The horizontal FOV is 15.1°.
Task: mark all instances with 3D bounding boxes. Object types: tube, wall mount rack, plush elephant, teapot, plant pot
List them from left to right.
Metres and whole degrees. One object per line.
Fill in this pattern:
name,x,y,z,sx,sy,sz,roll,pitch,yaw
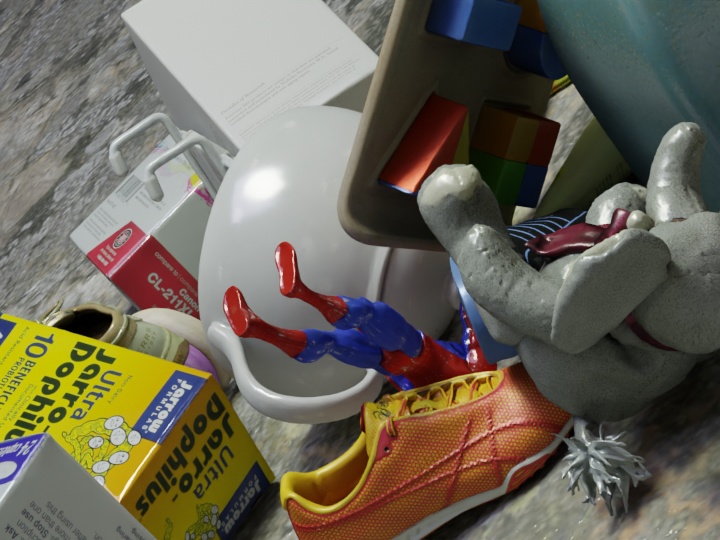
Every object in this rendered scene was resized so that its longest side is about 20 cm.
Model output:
wall mount rack,-0.100,-0.021,1.883,0.074,0.174,0.200,-35,18,-8
teapot,0.000,0.000,1.670,0.145,0.197,0.201,15,87,26
tube,0.160,-0.085,1.663,0.200,0.058,0.052,-51,39,-10
plush elephant,0.144,0.002,1.371,0.155,0.164,0.201,-43,47,41
plant pot,0.205,-0.156,1.498,0.196,0.200,0.196,-47,19,-5

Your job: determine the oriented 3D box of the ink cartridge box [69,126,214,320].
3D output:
ink cartridge box,-0.115,-0.055,2.091,0.200,0.083,0.146,-45,21,-3

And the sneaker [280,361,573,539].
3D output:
sneaker,0.045,0.092,1.494,0.199,0.077,0.073,-34,20,5

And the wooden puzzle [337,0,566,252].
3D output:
wooden puzzle,0.071,-0.108,1.562,0.046,0.185,0.201,16,97,33

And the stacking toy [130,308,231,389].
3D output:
stacking toy,-0.156,0.125,1.838,0.085,0.085,0.201,-24,33,44

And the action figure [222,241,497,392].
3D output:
action figure,0.010,0.021,1.523,0.065,0.199,0.099,-38,45,27

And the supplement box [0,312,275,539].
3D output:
supplement box,-0.174,0.117,1.722,0.199,0.110,0.109,13,57,36

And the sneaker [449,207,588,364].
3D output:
sneaker,0.102,0.000,1.514,0.077,0.071,0.200,-21,5,13

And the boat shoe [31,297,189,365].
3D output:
boat shoe,-0.189,0.049,1.833,0.199,0.063,0.074,-5,54,54

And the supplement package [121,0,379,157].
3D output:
supplement package,-0.061,-0.126,1.932,0.119,0.122,0.200,-34,47,-9

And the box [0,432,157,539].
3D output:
box,-0.192,0.229,1.534,0.105,0.184,0.200,-14,35,52

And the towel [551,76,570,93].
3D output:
towel,0.157,-0.166,1.878,0.199,0.018,0.086,-33,24,28
